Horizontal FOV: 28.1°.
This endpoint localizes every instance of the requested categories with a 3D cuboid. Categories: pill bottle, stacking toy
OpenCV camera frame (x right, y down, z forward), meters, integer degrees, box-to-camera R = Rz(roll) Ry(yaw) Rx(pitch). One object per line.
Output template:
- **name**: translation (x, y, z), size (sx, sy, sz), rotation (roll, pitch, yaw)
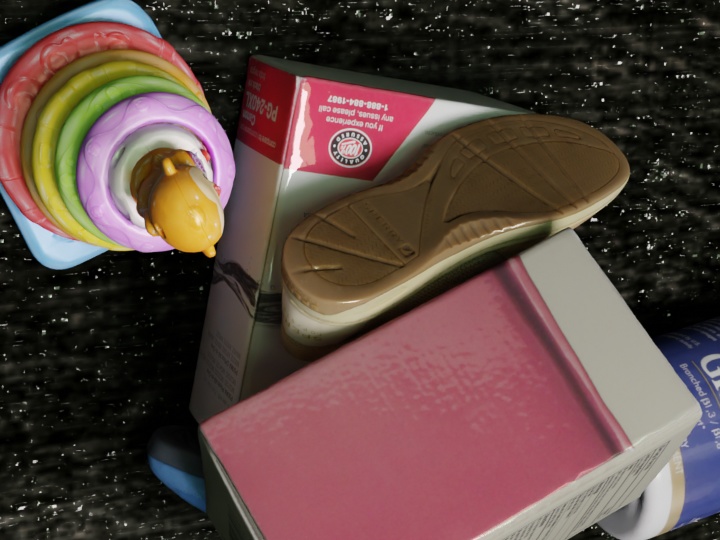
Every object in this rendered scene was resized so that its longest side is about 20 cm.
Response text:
- **pill bottle**: translation (0.228, 0.083, 0.877), size (0.199, 0.111, 0.112), rotation (-16, 111, -20)
- **stacking toy**: translation (-0.099, -0.048, 0.637), size (0.109, 0.200, 0.117), rotation (-29, 114, -14)

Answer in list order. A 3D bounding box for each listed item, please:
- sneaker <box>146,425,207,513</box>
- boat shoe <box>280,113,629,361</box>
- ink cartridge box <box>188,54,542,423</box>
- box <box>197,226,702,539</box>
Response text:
- **sneaker**: translation (-0.040, 0.150, 0.800), size (0.199, 0.066, 0.079), rotation (28, 96, -29)
- **boat shoe**: translation (0.044, -0.018, 0.699), size (0.199, 0.071, 0.065), rotation (-23, 148, -26)
- **ink cartridge box**: translation (0.000, 0.000, 0.763), size (0.144, 0.083, 0.201), rotation (6, 103, -26)
- **box**: translation (0.036, 0.089, 0.669), size (0.199, 0.109, 0.128), rotation (-27, 159, -16)
